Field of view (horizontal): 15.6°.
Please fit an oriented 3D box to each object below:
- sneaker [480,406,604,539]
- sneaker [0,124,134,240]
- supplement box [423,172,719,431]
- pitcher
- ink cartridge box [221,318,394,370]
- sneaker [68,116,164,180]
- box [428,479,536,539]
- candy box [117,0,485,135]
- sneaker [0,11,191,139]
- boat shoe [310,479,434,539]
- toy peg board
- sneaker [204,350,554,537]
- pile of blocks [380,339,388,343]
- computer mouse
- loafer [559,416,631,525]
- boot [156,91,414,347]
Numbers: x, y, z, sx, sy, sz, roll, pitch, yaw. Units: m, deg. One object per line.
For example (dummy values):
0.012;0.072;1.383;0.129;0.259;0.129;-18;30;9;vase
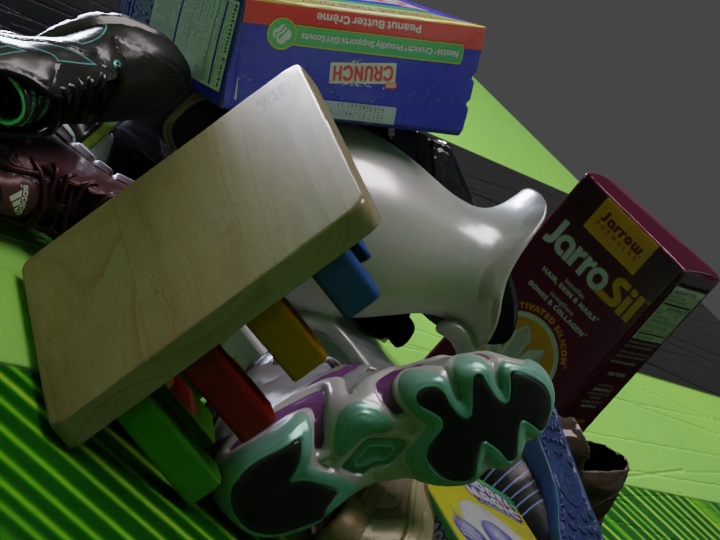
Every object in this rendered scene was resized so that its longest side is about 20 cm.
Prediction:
0.105;0.162;1.717;0.070;0.078;0.201;30;38;-50;sneaker
-0.171;-0.028;1.542;0.199;0.076;0.115;34;15;18;sneaker
0.153;0.040;1.945;0.110;0.200;0.086;46;14;21;supplement box
0.000;0.000;1.642;0.199;0.173;0.121;18;-16;-16;pitcher
-0.048;0.047;1.689;0.200;0.044;0.174;26;19;-48;ink cartridge box
-0.161;-0.066;1.724;0.083;0.072;0.200;54;18;-1;sneaker
0.069;0.175;1.593;0.117;0.048;0.200;32;13;-36;box
-0.044;-0.147;1.661;0.168;0.078;0.200;6;13;-28;candy box
-0.183;-0.104;1.525;0.199;0.076;0.079;0;36;-33;sneaker
0.001;0.116;1.530;0.064;0.071;0.200;38;14;-16;boat shoe
-0.070;0.014;1.424;0.098;0.199;0.200;52;6;-27;toy peg board
-0.002;0.069;1.472;0.140;0.199;0.078;-130;-150;-59;sneaker
-0.022;-0.020;1.892;0.200;0.062;0.082;40;5;-44;pile of blocks
0.039;-0.035;1.762;0.201;0.052;0.138;64;-24;6;computer mouse
0.120;0.124;1.859;0.200;0.071;0.073;27;18;-48;loafer
-0.040;-0.038;1.730;0.200;0.077;0.139;30;21;-48;boot
